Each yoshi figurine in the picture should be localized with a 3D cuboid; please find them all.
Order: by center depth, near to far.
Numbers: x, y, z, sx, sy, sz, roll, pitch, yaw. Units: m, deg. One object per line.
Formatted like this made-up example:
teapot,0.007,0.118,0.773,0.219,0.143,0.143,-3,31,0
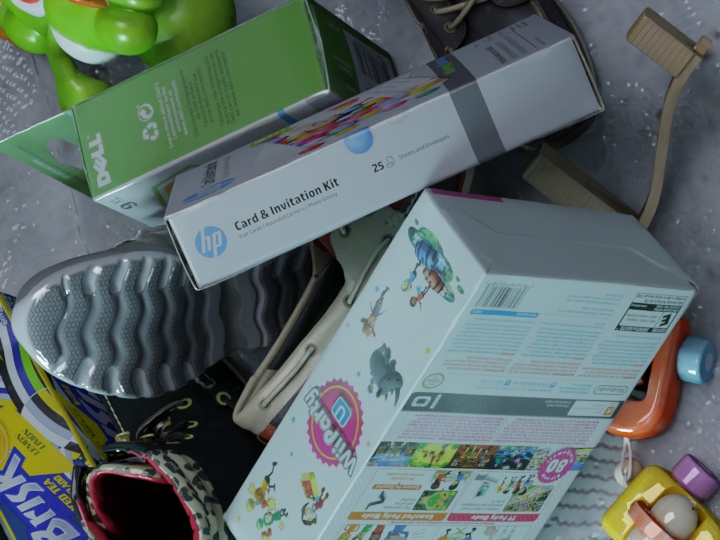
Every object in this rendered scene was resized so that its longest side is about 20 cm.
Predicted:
yoshi figurine,-0.132,-0.144,1.371,0.112,0.113,0.200,-28,24,-17

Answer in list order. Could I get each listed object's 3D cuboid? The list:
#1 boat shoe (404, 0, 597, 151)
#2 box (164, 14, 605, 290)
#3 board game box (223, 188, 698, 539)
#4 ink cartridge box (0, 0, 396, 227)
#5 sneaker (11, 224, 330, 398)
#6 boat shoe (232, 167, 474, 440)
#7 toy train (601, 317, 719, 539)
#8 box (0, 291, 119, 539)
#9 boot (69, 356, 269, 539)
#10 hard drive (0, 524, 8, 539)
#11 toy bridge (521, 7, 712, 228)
boat shoe,0.050,-0.145,1.302,0.074,0.073,0.201,-40,64,14
box,0.008,-0.059,1.183,0.199,0.156,0.041,-25,99,2
board game box,0.046,0.063,1.178,0.064,0.147,0.201,51,122,38
ink cartridge box,-0.083,-0.066,1.335,0.199,0.104,0.060,-23,68,20
sneaker,-0.104,0.015,1.288,0.082,0.199,0.075,19,108,41
boat shoe,0.000,0.000,1.286,0.062,0.071,0.201,24,89,-14
toy train,0.177,0.086,1.195,0.199,0.056,0.151,15,86,29
box,-0.156,0.111,1.350,0.064,0.070,0.201,-39,64,15
boot,-0.099,0.091,1.276,0.074,0.154,0.204,-46,64,12
hard drive,-0.237,0.181,1.300,0.201,0.139,0.033,62,150,12
toy bridge,0.112,-0.036,1.255,0.067,0.027,0.200,37,109,-2
